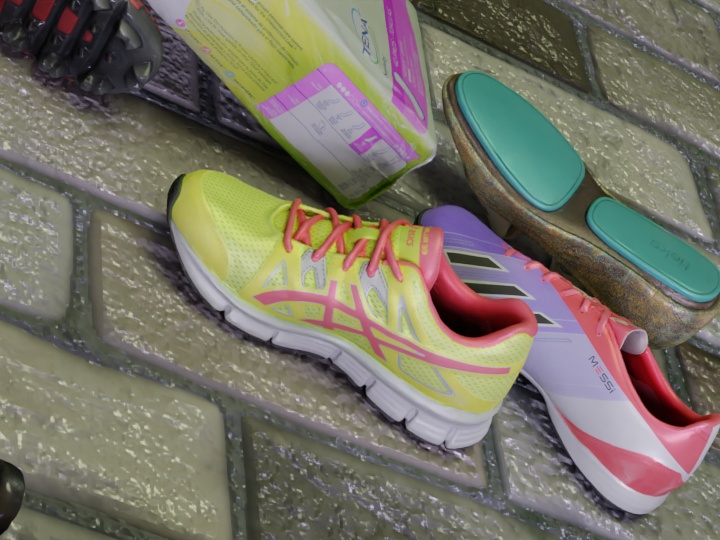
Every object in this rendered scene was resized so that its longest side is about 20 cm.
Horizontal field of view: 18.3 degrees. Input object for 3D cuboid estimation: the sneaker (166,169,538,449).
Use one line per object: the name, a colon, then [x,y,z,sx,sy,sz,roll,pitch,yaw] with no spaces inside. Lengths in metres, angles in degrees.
sneaker: [0.000,0.000,1.085,0.199,0.090,0.078,31,35,-14]

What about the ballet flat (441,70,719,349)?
ballet flat: [0.113,-0.028,1.261,0.200,0.071,0.071,40,32,4]

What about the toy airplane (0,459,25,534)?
toy airplane: [-0.145,0.139,0.723,0.199,0.142,0.199,32,-1,10]

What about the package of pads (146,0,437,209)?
package of pads: [-0.041,-0.144,1.184,0.200,0.068,0.155,46,24,-32]

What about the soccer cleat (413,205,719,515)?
soccer cleat: [0.107,0.032,1.175,0.200,0.073,0.068,51,34,14]

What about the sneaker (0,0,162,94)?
sneaker: [-0.168,-0.172,1.127,0.200,0.071,0.098,41,35,2]
